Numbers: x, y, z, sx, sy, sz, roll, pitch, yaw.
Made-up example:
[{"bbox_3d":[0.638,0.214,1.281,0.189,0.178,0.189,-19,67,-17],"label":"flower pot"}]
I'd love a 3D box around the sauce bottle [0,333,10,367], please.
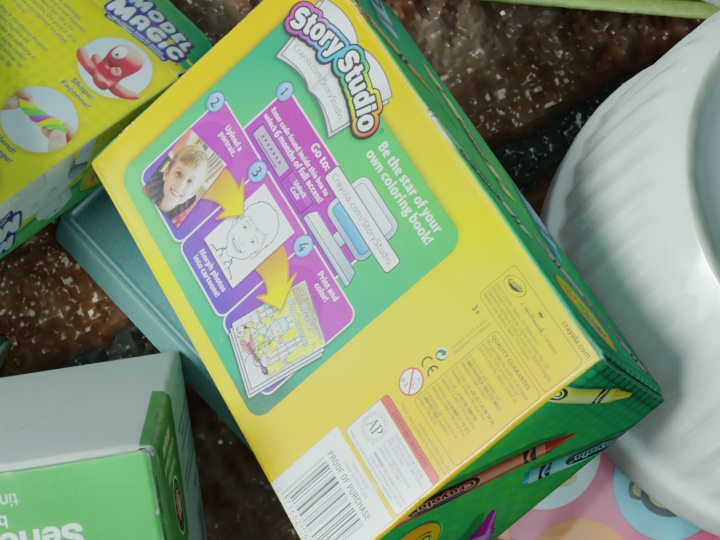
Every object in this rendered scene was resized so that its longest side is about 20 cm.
[{"bbox_3d":[-0.231,-0.006,0.761,0.199,0.065,0.065,33,83,0],"label":"sauce bottle"}]

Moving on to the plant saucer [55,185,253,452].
[{"bbox_3d":[-0.040,0.019,0.748,0.070,0.019,0.200,-42,59,-6],"label":"plant saucer"}]

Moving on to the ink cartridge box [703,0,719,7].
[{"bbox_3d":[0.198,-0.164,0.758,0.199,0.083,0.146,18,80,-23],"label":"ink cartridge box"}]

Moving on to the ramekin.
[{"bbox_3d":[0.169,-0.008,0.693,0.198,0.105,0.202,4,69,-10],"label":"ramekin"}]

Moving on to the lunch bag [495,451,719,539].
[{"bbox_3d":[0.096,0.094,0.767,0.198,0.082,0.178,15,88,0],"label":"lunch bag"}]

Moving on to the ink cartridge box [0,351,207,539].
[{"bbox_3d":[-0.091,0.145,0.692,0.082,0.147,0.202,-8,100,-1],"label":"ink cartridge box"}]

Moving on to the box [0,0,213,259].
[{"bbox_3d":[-0.160,-0.062,0.744,0.117,0.048,0.200,44,62,13],"label":"box"}]

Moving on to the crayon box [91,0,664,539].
[{"bbox_3d":[0.000,0.000,0.684,0.119,0.058,0.201,-40,58,13],"label":"crayon box"}]

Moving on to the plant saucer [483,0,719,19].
[{"bbox_3d":[0.057,-0.204,0.806,0.198,0.048,0.202,4,84,-3],"label":"plant saucer"}]
